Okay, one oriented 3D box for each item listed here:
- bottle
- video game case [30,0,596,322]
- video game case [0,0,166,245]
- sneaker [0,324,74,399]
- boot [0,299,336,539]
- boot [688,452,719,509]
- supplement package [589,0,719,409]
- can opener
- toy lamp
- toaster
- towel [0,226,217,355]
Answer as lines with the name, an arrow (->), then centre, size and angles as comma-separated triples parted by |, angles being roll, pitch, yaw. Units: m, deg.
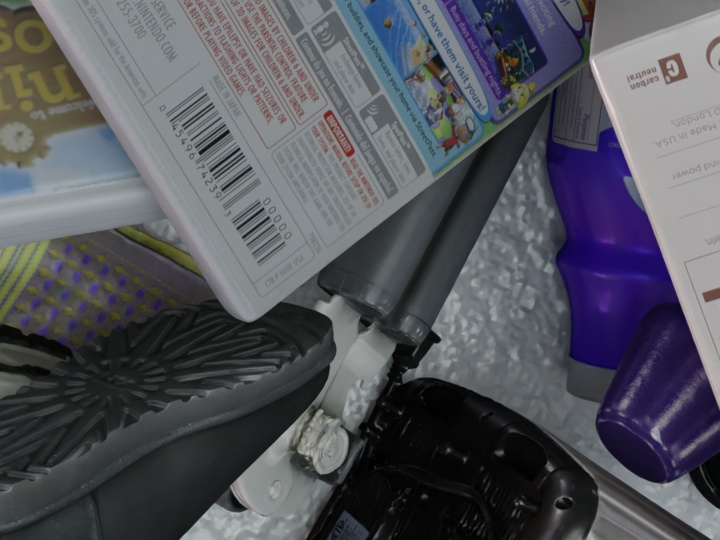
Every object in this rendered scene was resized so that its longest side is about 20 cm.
bottle -> 0.112, -0.050, 0.907 | 0.083, 0.065, 0.201 | 5, 97, -15
video game case -> -0.016, -0.115, 0.747 | 0.182, 0.022, 0.200 | -38, 115, -15
video game case -> -0.142, -0.090, 0.789 | 0.200, 0.022, 0.182 | -11, 67, -21
sneaker -> -0.160, 0.060, 0.797 | 0.200, 0.077, 0.089 | 17, 100, -43
boot -> -0.071, 0.125, 0.813 | 0.165, 0.066, 0.200 | -24, 121, -36
boot -> 0.220, 0.026, 0.894 | 0.200, 0.168, 0.076 | -45, 106, -4
supplement package -> 0.159, -0.009, 0.749 | 0.117, 0.117, 0.200 | -19, 107, 13
can opener -> 0.000, 0.000, 0.889 | 0.200, 0.066, 0.053 | -59, 145, -7
toy lamp -> 0.157, -0.005, 0.875 | 0.058, 0.058, 0.200 | 49, 67, -16
toaster -> 0.043, 0.139, 0.861 | 0.119, 0.181, 0.200 | 31, 89, -22
towel -> -0.149, 0.053, 0.878 | 0.144, 0.023, 0.200 | 35, 88, -17
